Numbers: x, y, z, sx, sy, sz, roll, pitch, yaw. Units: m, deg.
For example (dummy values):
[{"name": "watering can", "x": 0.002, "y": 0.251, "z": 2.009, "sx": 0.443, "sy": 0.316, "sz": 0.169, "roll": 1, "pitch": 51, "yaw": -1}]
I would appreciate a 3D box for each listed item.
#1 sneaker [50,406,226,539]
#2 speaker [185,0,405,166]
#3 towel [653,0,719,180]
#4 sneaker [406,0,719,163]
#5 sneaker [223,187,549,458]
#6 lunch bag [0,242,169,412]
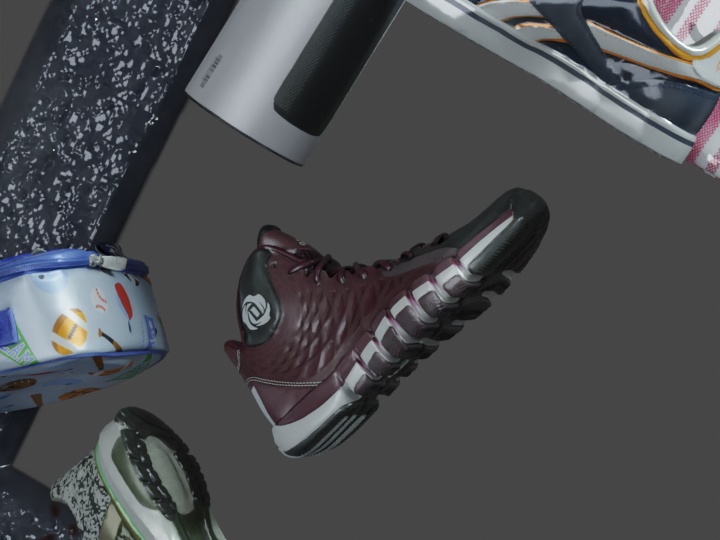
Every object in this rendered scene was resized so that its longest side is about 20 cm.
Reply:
[{"name": "sneaker", "x": -0.114, "y": 0.181, "z": 1.115, "sx": 0.088, "sy": 0.077, "sz": 0.201, "roll": -31, "pitch": 72, "yaw": 26}, {"name": "speaker", "x": -0.013, "y": -0.163, "z": 1.096, "sx": 0.081, "sy": 0.081, "sz": 0.200, "roll": 34, "pitch": 95, "yaw": 16}, {"name": "towel", "x": 0.236, "y": -0.104, "z": 1.044, "sx": 0.200, "sy": 0.030, "sz": 0.147, "roll": 32, "pitch": 96, "yaw": 16}, {"name": "sneaker", "x": 0.100, "y": -0.138, "z": 1.033, "sx": 0.199, "sy": 0.078, "sz": 0.080, "roll": 30, "pitch": 101, "yaw": 1}, {"name": "sneaker", "x": 0.000, "y": 0.000, "z": 1.085, "sx": 0.200, "sy": 0.076, "sz": 0.116, "roll": -44, "pitch": 73, "yaw": 10}, {"name": "lunch bag", "x": -0.211, "y": 0.038, "z": 1.098, "sx": 0.199, "sy": 0.160, "sz": 0.076, "roll": -16, "pitch": 82, "yaw": 16}]
